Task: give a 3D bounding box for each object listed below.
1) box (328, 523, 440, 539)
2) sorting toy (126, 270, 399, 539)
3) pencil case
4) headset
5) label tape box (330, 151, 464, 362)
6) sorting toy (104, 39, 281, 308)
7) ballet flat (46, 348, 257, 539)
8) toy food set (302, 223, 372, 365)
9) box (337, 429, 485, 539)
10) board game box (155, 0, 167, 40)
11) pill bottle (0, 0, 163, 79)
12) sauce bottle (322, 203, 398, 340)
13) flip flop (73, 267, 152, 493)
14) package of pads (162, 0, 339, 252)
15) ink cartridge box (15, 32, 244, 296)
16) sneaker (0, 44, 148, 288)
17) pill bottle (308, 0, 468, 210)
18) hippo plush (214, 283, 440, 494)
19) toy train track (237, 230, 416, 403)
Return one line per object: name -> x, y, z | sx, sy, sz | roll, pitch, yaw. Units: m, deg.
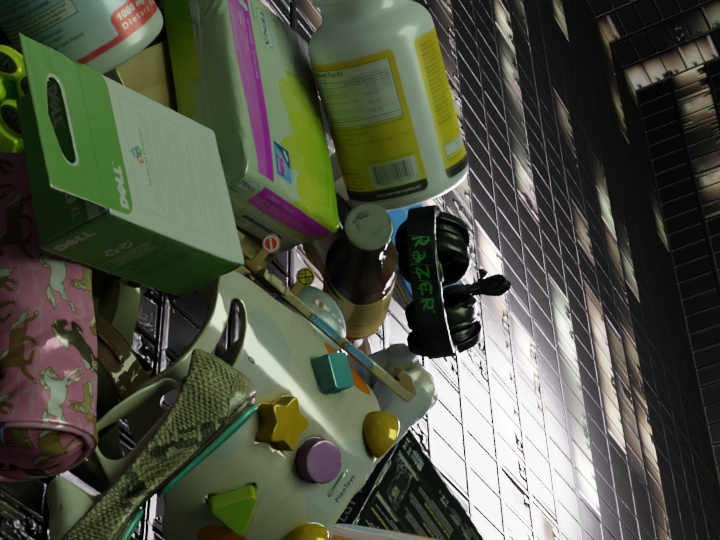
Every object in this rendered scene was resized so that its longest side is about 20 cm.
box -> 0.024, 0.305, 1.054 | 0.101, 0.111, 0.203 | 24, 75, -61
sorting toy -> -0.079, 0.101, 0.966 | 0.201, 0.106, 0.181 | -55, 127, -22
pencil case -> -0.212, 0.025, 0.856 | 0.086, 0.082, 0.203 | 19, 53, -41
headset -> 0.080, 0.012, 1.170 | 0.200, 0.092, 0.126 | 37, 46, -79
label tape box -> 0.040, -0.024, 1.310 | 0.145, 0.063, 0.200 | 60, -6, -33
sorting toy -> -0.144, -0.084, 1.135 | 0.201, 0.069, 0.200 | 66, 22, -11
ballet flat -> -0.149, 0.133, 0.869 | 0.075, 0.201, 0.068 | 39, -14, 1
toy food set -> -0.046, -0.008, 1.340 | 0.144, 0.060, 0.202 | -88, 153, -67
box -> 0.036, 0.262, 1.218 | 0.201, 0.043, 0.161 | 56, 51, -33
board game box -> -0.145, -0.219, 1.305 | 0.135, 0.028, 0.203 | -18, 87, -69
pill bottle -> -0.236, -0.238, 0.994 | 0.202, 0.107, 0.109 | 61, 23, -23
sauce bottle -> 0.000, 0.000, 1.172 | 0.201, 0.065, 0.067 | 99, -18, -66
flip flop -> -0.173, 0.060, 0.955 | 0.081, 0.057, 0.202 | 52, 28, -38
package of pads -> -0.087, -0.129, 1.125 | 0.154, 0.067, 0.203 | 32, 43, -57
ink cartridge box -> -0.159, -0.060, 0.865 | 0.199, 0.059, 0.105 | 24, 47, -59
sneaker -> -0.207, -0.070, 0.977 | 0.201, 0.074, 0.084 | 51, 2, -18
pill bottle -> 0.019, -0.162, 1.178 | 0.112, 0.110, 0.203 | -55, 132, -64
hippo plush -> -0.052, 0.105, 1.155 | 0.161, 0.159, 0.201 | 43, 72, -16
toy train track -> -0.030, 0.026, 1.050 | 0.199, 0.033, 0.115 | 41, -5, -8
